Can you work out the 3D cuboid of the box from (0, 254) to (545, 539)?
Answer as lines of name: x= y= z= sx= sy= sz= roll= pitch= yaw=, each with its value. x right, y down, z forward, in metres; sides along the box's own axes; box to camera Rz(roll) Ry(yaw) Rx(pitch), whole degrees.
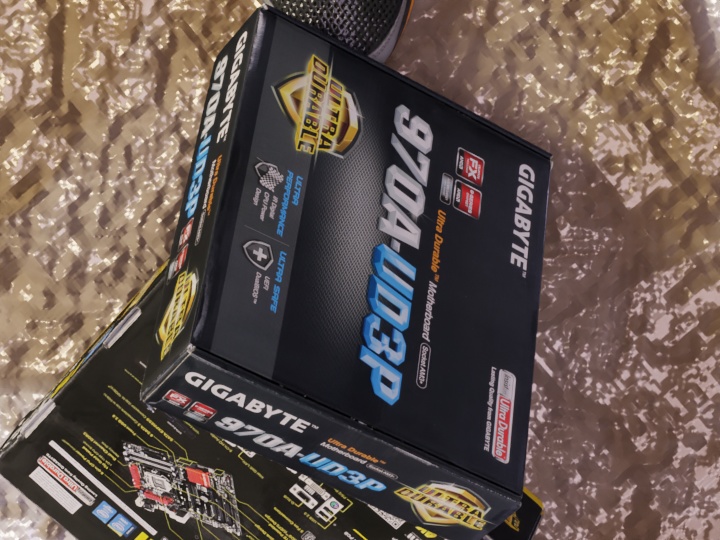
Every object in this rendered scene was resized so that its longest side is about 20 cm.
box: x=-0.043 y=0.096 z=1.088 sx=0.200 sy=0.049 sz=0.160 roll=40 pitch=127 yaw=-5

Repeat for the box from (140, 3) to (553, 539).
box: x=0.000 y=0.000 z=1.039 sx=0.159 sy=0.200 sz=0.046 roll=27 pitch=137 yaw=-19

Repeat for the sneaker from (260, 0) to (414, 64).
sneaker: x=-0.011 y=-0.180 z=1.085 sx=0.078 sy=0.077 sz=0.200 roll=-2 pitch=98 yaw=-5
